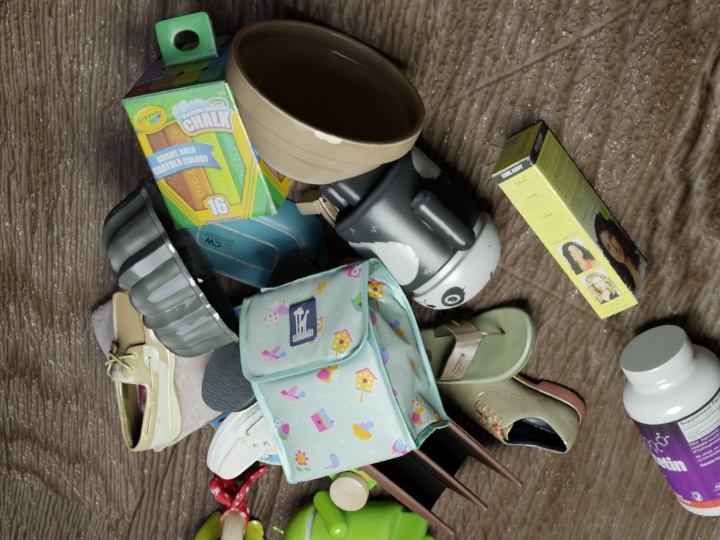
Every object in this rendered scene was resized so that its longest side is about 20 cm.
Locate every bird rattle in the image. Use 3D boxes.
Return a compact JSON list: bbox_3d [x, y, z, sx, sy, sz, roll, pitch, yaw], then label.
[{"bbox_3d":[-0.158,0.347,1.785,0.112,0.164,0.201,9,138,-11],"label":"bird rattle"}]

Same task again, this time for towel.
[{"bbox_3d":[-0.226,0.099,1.641,0.200,0.032,0.192,-31,85,44],"label":"towel"}]

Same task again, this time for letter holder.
[{"bbox_3d":[0.070,0.211,1.571,0.200,0.101,0.142,42,169,-29],"label":"letter holder"}]

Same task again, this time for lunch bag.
[{"bbox_3d":[-0.024,0.098,1.431,0.170,0.122,0.201,-18,96,30],"label":"lunch bag"}]

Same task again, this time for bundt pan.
[{"bbox_3d":[-0.206,0.007,1.469,0.075,0.202,0.203,-30,114,1],"label":"bundt pan"}]

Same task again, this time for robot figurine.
[{"bbox_3d":[-0.009,0.349,1.753,0.199,0.116,0.176,-2,131,20],"label":"robot figurine"},{"bbox_3d":[0.052,-0.048,1.443,0.200,0.150,0.125,41,114,-12],"label":"robot figurine"}]

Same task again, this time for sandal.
[{"bbox_3d":[-0.101,0.076,1.535,0.076,0.043,0.201,38,96,27],"label":"sandal"},{"bbox_3d":[0.103,0.090,1.549,0.200,0.057,0.080,-14,76,28],"label":"sandal"}]

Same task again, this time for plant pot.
[{"bbox_3d":[-0.044,-0.151,1.353,0.200,0.201,0.093,26,126,-1],"label":"plant pot"}]

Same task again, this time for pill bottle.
[{"bbox_3d":[0.356,0.159,1.498,0.112,0.113,0.201,-20,116,29],"label":"pill bottle"}]

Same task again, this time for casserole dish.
[{"bbox_3d":[-0.133,-0.037,1.571,0.199,0.039,0.122,22,128,4],"label":"casserole dish"}]

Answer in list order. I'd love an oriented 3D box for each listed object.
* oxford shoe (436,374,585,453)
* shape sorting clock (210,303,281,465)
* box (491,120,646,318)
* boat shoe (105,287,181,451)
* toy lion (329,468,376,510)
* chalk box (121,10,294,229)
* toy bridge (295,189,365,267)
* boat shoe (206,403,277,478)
[{"bbox_3d":[0.155,0.153,1.584,0.199,0.075,0.071,13,128,11],"label":"oxford shoe"},{"bbox_3d":[-0.102,0.133,1.625,0.199,0.039,0.202,6,107,20],"label":"shape sorting clock"},{"bbox_3d":[0.216,-0.051,1.422,0.050,0.075,0.200,-27,113,34],"label":"box"},{"bbox_3d":[-0.257,0.114,1.605,0.074,0.066,0.201,1,107,42],"label":"boat shoe"},{"bbox_3d":[-0.039,0.165,1.670,0.199,0.069,0.192,32,120,-1],"label":"toy lion"},{"bbox_3d":[-0.153,-0.164,1.432,0.124,0.124,0.201,-8,122,23],"label":"chalk box"},{"bbox_3d":[0.000,0.000,1.540,0.067,0.027,0.201,-2,124,47],"label":"toy bridge"},{"bbox_3d":[-0.100,0.176,1.568,0.200,0.071,0.069,-51,58,24],"label":"boat shoe"}]
